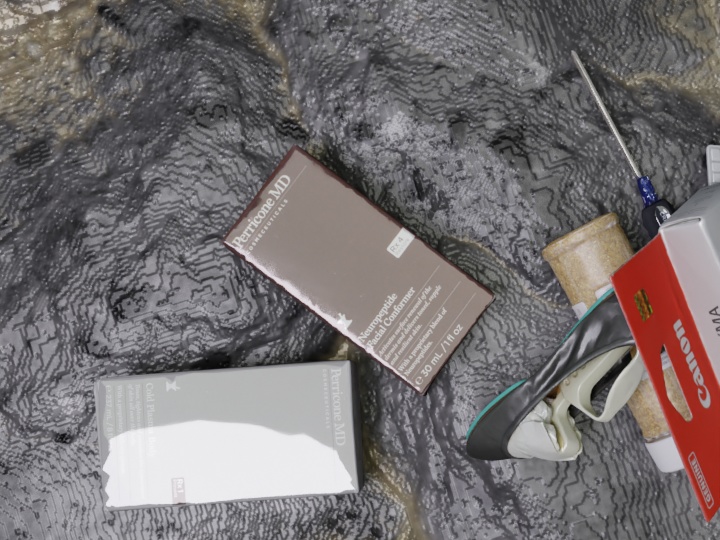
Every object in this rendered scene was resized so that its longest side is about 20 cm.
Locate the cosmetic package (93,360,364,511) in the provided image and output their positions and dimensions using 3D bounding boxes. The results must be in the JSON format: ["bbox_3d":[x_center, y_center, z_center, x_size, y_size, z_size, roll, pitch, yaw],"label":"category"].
[{"bbox_3d":[-0.097,0.128,0.979,0.199,0.090,0.107,-7,84,5],"label":"cosmetic package"}]

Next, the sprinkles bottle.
[{"bbox_3d":[0.218,0.055,0.979,0.068,0.068,0.201,-28,86,0],"label":"sprinkles bottle"}]

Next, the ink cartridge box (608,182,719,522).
[{"bbox_3d":[0.269,0.053,0.915,0.043,0.173,0.201,-15,103,41],"label":"ink cartridge box"}]

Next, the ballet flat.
[{"bbox_3d":[0.153,0.097,0.939,0.200,0.068,0.069,-52,45,29],"label":"ballet flat"}]

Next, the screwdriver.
[{"bbox_3d":[0.220,-0.090,1.005,0.029,0.028,0.201,-23,89,30],"label":"screwdriver"}]

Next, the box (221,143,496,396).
[{"bbox_3d":[0.000,0.000,0.989,0.200,0.075,0.100,36,89,5],"label":"box"}]

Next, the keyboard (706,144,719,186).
[{"bbox_3d":[0.300,0.001,0.993,0.056,0.011,0.201,0,86,-36],"label":"keyboard"}]
